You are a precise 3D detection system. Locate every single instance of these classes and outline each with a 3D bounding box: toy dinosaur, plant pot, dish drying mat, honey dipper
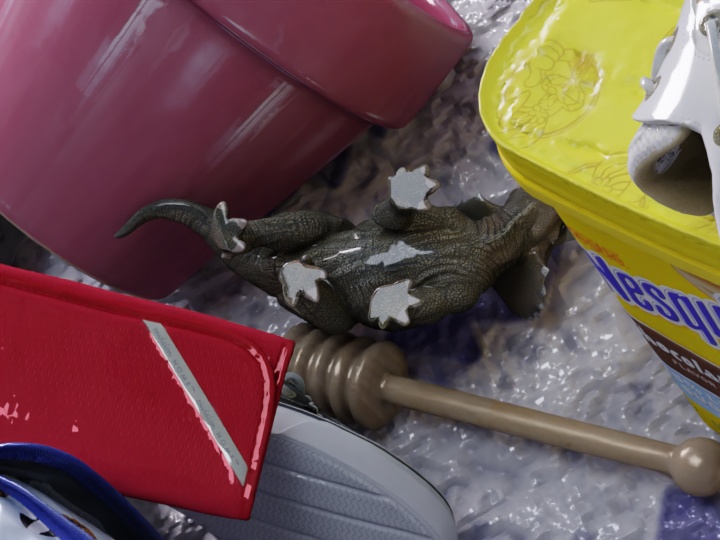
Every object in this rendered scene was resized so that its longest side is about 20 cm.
[{"bbox_3d":[0.000,0.000,0.885,0.200,0.102,0.077,-10,74,17],"label":"toy dinosaur"},{"bbox_3d":[-0.082,-0.095,0.957,0.179,0.200,0.200,-51,46,11],"label":"plant pot"},{"bbox_3d":[-0.129,0.035,0.813,0.200,0.018,0.077,14,70,0],"label":"dish drying mat"},{"bbox_3d":[0.053,0.055,0.862,0.200,0.038,0.038,11,65,34],"label":"honey dipper"}]

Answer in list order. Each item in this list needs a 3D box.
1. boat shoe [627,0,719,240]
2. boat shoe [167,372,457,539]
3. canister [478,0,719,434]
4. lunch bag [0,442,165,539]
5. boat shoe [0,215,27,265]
[{"bbox_3d":[0.105,-0.042,0.601,0.069,0.071,0.200,-20,52,15],"label":"boat shoe"},{"bbox_3d":[-0.048,0.063,0.873,0.200,0.072,0.071,23,34,12],"label":"boat shoe"},{"bbox_3d":[0.142,-0.003,0.736,0.148,0.200,0.087,28,76,41],"label":"canister"},{"bbox_3d":[-0.101,0.153,0.794,0.124,0.170,0.200,-49,47,-11],"label":"lunch bag"},{"bbox_3d":[-0.208,0.002,1.017,0.073,0.075,0.200,-26,20,32],"label":"boat shoe"}]
